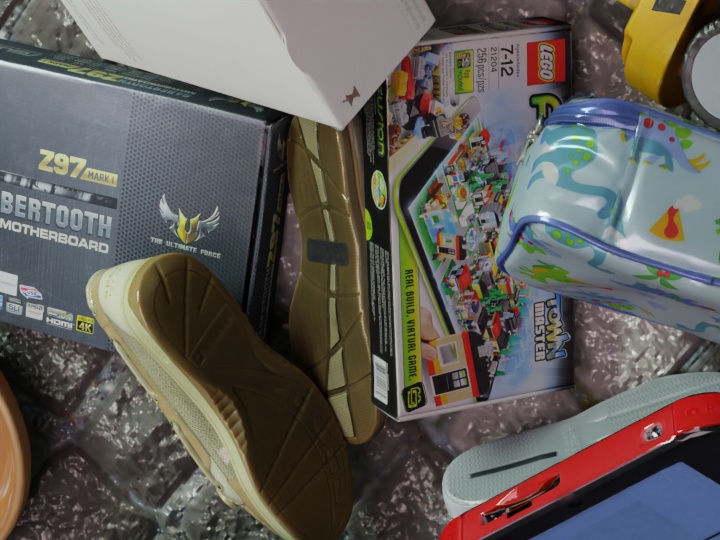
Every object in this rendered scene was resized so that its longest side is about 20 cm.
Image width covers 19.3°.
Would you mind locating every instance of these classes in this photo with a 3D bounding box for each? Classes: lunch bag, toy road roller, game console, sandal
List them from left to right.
[{"bbox_3d":[0.000,0.000,1.168,0.080,0.054,0.201,16,114,53],"label":"sandal"},{"bbox_3d":[0.158,0.143,1.110,0.200,0.031,0.177,-31,132,29],"label":"game console"},{"bbox_3d":[0.168,-0.013,1.037,0.199,0.161,0.083,18,79,2],"label":"lunch bag"},{"bbox_3d":[0.187,-0.170,1.020,0.146,0.123,0.200,34,115,20],"label":"toy road roller"}]

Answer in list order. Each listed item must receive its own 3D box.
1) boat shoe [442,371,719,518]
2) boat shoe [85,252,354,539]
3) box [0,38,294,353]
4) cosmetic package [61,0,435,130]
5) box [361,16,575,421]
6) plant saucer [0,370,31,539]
[{"bbox_3d":[0.146,0.110,1.152,0.199,0.074,0.067,-13,130,20],"label":"boat shoe"},{"bbox_3d":[-0.075,0.075,1.167,0.063,0.073,0.201,-7,129,47],"label":"boat shoe"},{"bbox_3d":[-0.142,-0.036,1.211,0.199,0.051,0.158,14,110,14],"label":"box"},{"bbox_3d":[-0.073,-0.151,1.069,0.200,0.085,0.108,20,151,43],"label":"cosmetic package"},{"bbox_3d":[0.058,-0.028,1.117,0.110,0.035,0.201,-10,107,-22],"label":"box"},{"bbox_3d":[-0.283,0.090,1.292,0.200,0.037,0.201,11,120,20],"label":"plant saucer"}]
